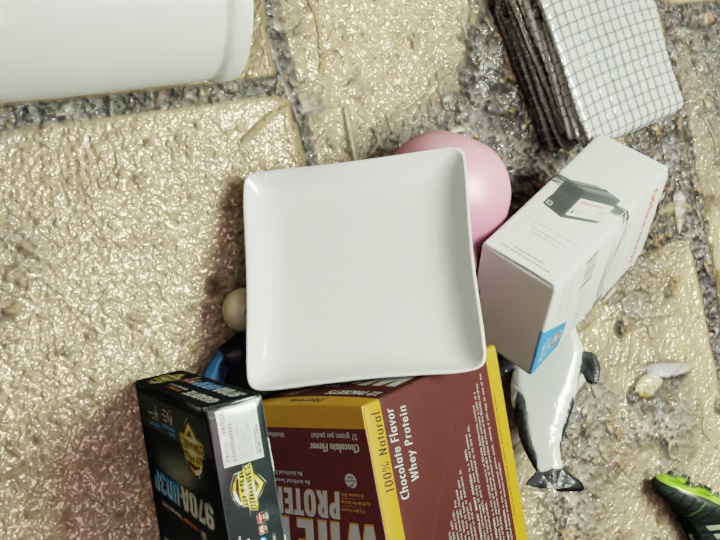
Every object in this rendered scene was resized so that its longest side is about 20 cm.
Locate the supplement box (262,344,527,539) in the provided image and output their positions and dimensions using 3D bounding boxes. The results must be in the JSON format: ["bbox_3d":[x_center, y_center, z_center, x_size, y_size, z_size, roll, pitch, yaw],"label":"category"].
[{"bbox_3d":[0.028,0.184,0.793,0.200,0.133,0.197,-16,97,-51],"label":"supplement box"}]

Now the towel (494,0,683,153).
[{"bbox_3d":[0.247,-0.238,0.981,0.166,0.086,0.200,-26,99,-27],"label":"towel"}]

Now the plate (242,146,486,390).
[{"bbox_3d":[0.000,0.000,0.782,0.199,0.032,0.200,-6,70,7],"label":"plate"}]

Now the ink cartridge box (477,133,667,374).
[{"bbox_3d":[0.204,-0.018,0.903,0.200,0.084,0.145,-41,151,-28],"label":"ink cartridge box"}]

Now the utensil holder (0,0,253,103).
[{"bbox_3d":[-0.206,-0.219,0.701,0.200,0.170,0.170,-14,96,-24],"label":"utensil holder"}]

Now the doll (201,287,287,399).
[{"bbox_3d":[-0.081,0.110,0.822,0.136,0.048,0.200,-22,102,-27],"label":"doll"}]

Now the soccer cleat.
[{"bbox_3d":[0.409,0.301,1.068,0.200,0.068,0.081,31,88,-24],"label":"soccer cleat"}]

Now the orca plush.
[{"bbox_3d":[0.205,0.133,0.956,0.105,0.071,0.200,-16,64,12],"label":"orca plush"}]

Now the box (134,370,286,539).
[{"bbox_3d":[-0.121,0.167,0.717,0.046,0.200,0.159,-11,95,-28],"label":"box"}]

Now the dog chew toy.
[{"bbox_3d":[0.063,-0.029,0.866,0.124,0.125,0.200,23,87,-25],"label":"dog chew toy"}]
